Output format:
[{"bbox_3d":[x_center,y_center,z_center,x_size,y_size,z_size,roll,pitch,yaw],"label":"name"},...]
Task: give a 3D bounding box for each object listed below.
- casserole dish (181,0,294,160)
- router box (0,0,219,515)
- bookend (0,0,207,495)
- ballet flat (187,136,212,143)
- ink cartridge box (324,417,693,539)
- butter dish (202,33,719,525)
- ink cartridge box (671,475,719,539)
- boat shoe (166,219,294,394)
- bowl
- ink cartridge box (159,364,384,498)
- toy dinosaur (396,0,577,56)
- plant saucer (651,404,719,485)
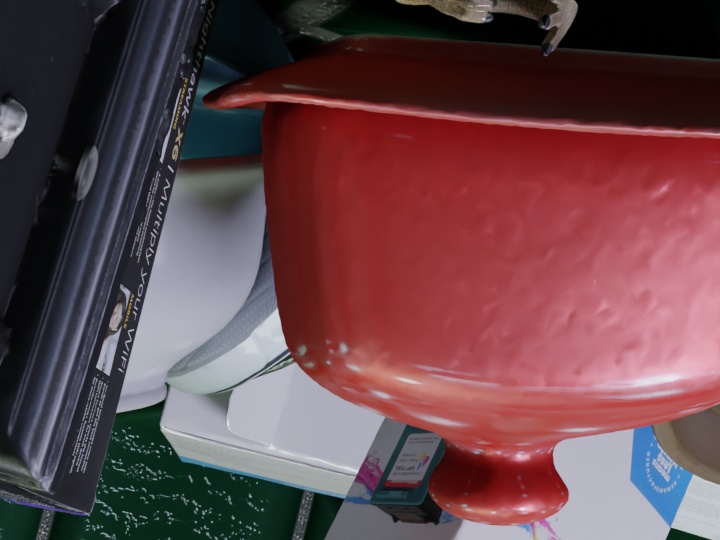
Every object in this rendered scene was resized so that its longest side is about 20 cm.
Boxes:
[{"bbox_3d":[-0.078,-0.079,0.825,0.120,0.039,0.200,10,170,11],"label":"casserole dish"},{"bbox_3d":[-0.089,-0.046,0.563,0.052,0.201,0.157,11,169,11],"label":"router box"},{"bbox_3d":[-0.094,-0.079,0.387,0.091,0.200,0.200,14,170,12],"label":"bookend"},{"bbox_3d":[-0.029,-0.043,0.935,0.199,0.047,0.067,13,170,9],"label":"ballet flat"},{"bbox_3d":[0.047,0.120,0.840,0.067,0.201,0.116,3,147,44],"label":"ink cartridge box"},{"bbox_3d":[0.047,0.005,0.678,0.198,0.149,0.200,4,-176,-8],"label":"butter dish"},{"bbox_3d":[0.119,0.054,0.951,0.159,0.047,0.200,16,156,26],"label":"ink cartridge box"},{"bbox_3d":[0.000,0.000,0.847,0.071,0.072,0.200,30,132,-34],"label":"boat shoe"},{"bbox_3d":[-0.123,0.006,0.804,0.199,0.091,0.201,-3,-176,0],"label":"bowl"},{"bbox_3d":[-0.036,0.053,1.237,0.124,0.129,0.200,14,171,1],"label":"ink cartridge box"},{"bbox_3d":[0.009,-0.097,0.595,0.101,0.059,0.200,14,-168,23],"label":"toy dinosaur"},{"bbox_3d":[0.199,0.022,0.784,0.199,0.030,0.201,-9,148,-5],"label":"plant saucer"}]
